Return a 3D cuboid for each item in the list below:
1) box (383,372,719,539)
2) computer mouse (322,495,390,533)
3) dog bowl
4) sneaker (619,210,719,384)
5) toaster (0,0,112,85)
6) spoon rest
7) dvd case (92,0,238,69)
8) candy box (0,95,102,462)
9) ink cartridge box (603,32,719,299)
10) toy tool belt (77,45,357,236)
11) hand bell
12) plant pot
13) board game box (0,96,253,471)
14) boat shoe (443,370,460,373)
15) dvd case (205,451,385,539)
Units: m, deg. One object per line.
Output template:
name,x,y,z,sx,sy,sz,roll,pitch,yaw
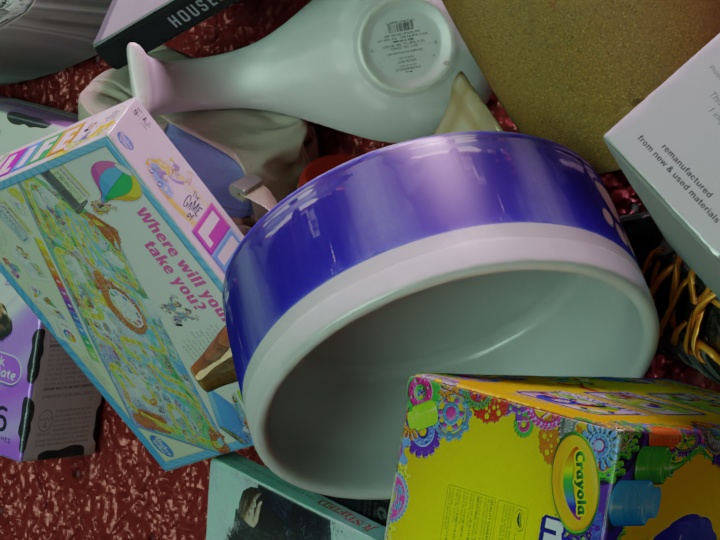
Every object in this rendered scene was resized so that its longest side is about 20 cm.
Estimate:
box,0.112,0.156,1.109,0.122,0.192,0.201,13,97,43
computer mouse,0.061,0.161,1.302,0.200,0.053,0.139,30,122,39
dog bowl,0.037,0.025,1.179,0.200,0.199,0.079,-38,51,30
sneaker,0.179,0.020,1.207,0.199,0.077,0.079,21,105,35
toaster,-0.218,-0.175,1.452,0.199,0.129,0.114,-16,81,35
spoon rest,-0.024,-0.112,1.317,0.199,0.061,0.100,-7,88,-6
dvd case,-0.050,-0.199,1.336,0.199,0.151,0.025,-26,122,34
candy box,-0.228,-0.004,1.498,0.167,0.071,0.201,15,100,34
ink cartridge box,0.220,-0.074,1.092,0.200,0.146,0.083,-42,64,2
toy tool belt,-0.069,-0.033,1.372,0.199,0.125,0.124,28,133,30
hand bell,0.000,0.000,1.256,0.200,0.104,0.104,-36,69,4
plant pot,0.111,-0.153,1.206,0.185,0.186,0.201,-8,100,35
board game box,-0.111,0.012,1.318,0.134,0.034,0.200,-18,118,40
boat shoe,0.051,0.065,1.306,0.199,0.064,0.072,25,105,32
dvd case,-0.035,0.216,1.364,0.146,0.022,0.201,22,116,42
